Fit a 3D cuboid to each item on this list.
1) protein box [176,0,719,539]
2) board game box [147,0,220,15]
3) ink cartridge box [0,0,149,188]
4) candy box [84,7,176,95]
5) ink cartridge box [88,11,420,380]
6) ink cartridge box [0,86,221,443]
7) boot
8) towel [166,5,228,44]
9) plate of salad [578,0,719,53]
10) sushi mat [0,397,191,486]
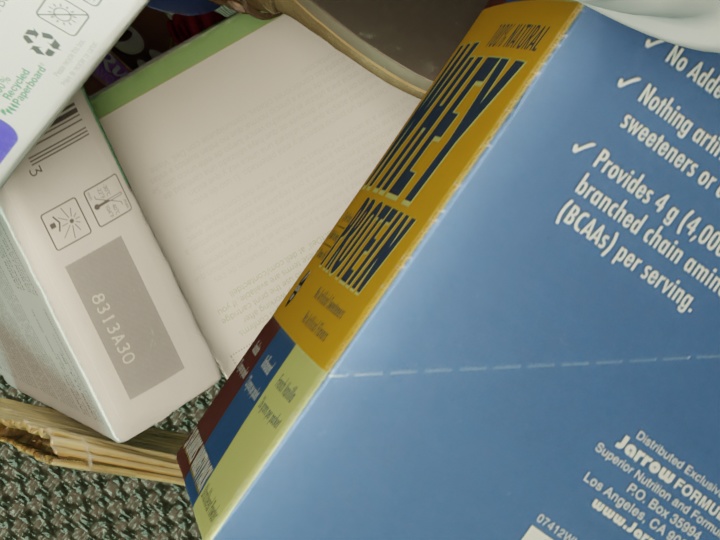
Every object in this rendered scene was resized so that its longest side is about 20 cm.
[{"bbox_3d":[0.089,0.032,0.684,0.198,0.200,0.135,35,180,-9],"label":"protein box"},{"bbox_3d":[-0.135,-0.171,1.037,0.200,0.039,0.158,45,-157,-13],"label":"board game box"},{"bbox_3d":[-0.163,-0.098,0.692,0.199,0.044,0.198,29,146,-14],"label":"ink cartridge box"},{"bbox_3d":[-0.104,-0.065,1.063,0.200,0.056,0.117,50,-156,-16],"label":"candy box"},{"bbox_3d":[0.000,0.000,0.906,0.201,0.145,0.048,60,157,-4],"label":"ink cartridge box"},{"bbox_3d":[-0.132,-0.033,0.897,0.161,0.050,0.200,65,163,-17],"label":"ink cartridge box"},{"bbox_3d":[-0.021,-0.108,0.833,0.200,0.073,0.076,43,147,25],"label":"boot"},{"bbox_3d":[-0.012,-0.009,1.072,0.145,0.022,0.201,19,-132,-62],"label":"towel"},{"bbox_3d":[0.012,-0.118,0.505,0.200,0.048,0.200,41,172,7],"label":"plate of salad"},{"bbox_3d":[-0.054,0.069,0.930,0.199,0.012,0.096,14,-179,-41],"label":"sushi mat"}]
